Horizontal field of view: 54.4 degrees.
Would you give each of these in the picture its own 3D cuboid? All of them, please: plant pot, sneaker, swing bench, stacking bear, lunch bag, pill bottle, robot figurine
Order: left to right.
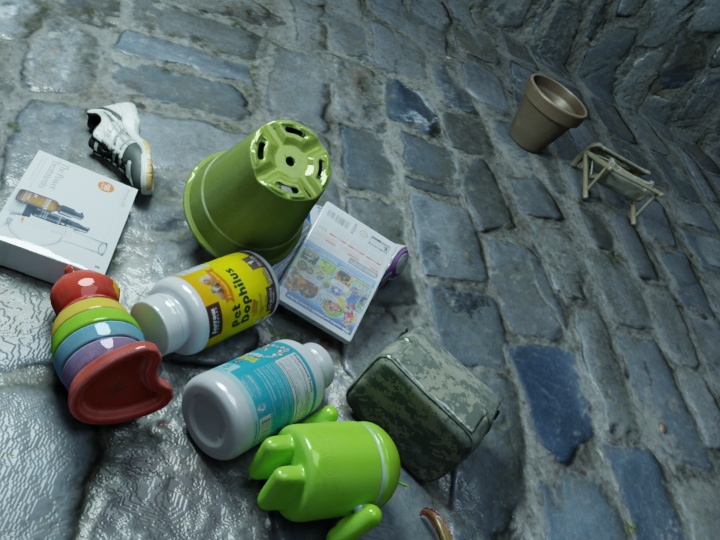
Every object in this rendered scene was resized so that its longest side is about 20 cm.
[{"bbox_3d":[-0.320,0.077,0.854,0.114,0.121,0.200,-21,50,-20],"label":"stacking bear"},{"bbox_3d":[-0.391,-0.192,1.136,0.088,0.076,0.200,-11,52,-26],"label":"sneaker"},{"bbox_3d":[-0.212,0.047,0.967,0.109,0.109,0.200,46,38,14],"label":"pill bottle"},{"bbox_3d":[-0.124,0.158,0.915,0.111,0.111,0.200,49,37,17],"label":"pill bottle"},{"bbox_3d":[-0.137,-0.123,1.031,0.200,0.190,0.200,10,70,-27],"label":"plant pot"},{"bbox_3d":[-0.035,0.249,0.880,0.200,0.116,0.176,5,38,-35],"label":"robot figurine"},{"bbox_3d":[0.000,0.000,1.241,0.100,0.075,0.200,24,34,26],"label":"sneaker"},{"bbox_3d":[0.105,0.186,1.042,0.200,0.139,0.168,43,37,9],"label":"lunch bag"},{"bbox_3d":[0.527,-0.446,2.049,0.200,0.175,0.200,22,39,-19],"label":"plant pot"},{"bbox_3d":[0.755,-0.271,2.078,0.199,0.130,0.200,23,38,-16],"label":"swing bench"}]

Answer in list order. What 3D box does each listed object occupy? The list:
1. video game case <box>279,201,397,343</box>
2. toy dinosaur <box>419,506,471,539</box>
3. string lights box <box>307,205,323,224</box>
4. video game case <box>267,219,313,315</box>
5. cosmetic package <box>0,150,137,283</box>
[{"bbox_3d":[-0.039,0.000,1.138,0.143,0.018,0.200,32,60,-8],"label":"video game case"},{"bbox_3d":[0.160,0.413,0.887,0.182,0.105,0.200,50,21,-15],"label":"toy dinosaur"},{"bbox_3d":[-0.158,-0.083,1.194,0.200,0.059,0.103,15,44,-25],"label":"string lights box"},{"bbox_3d":[-0.138,-0.047,1.128,0.200,0.019,0.143,49,57,-6],"label":"video game case"},{"bbox_3d":[-0.414,-0.070,0.986,0.151,0.052,0.200,24,38,-21],"label":"cosmetic package"}]
